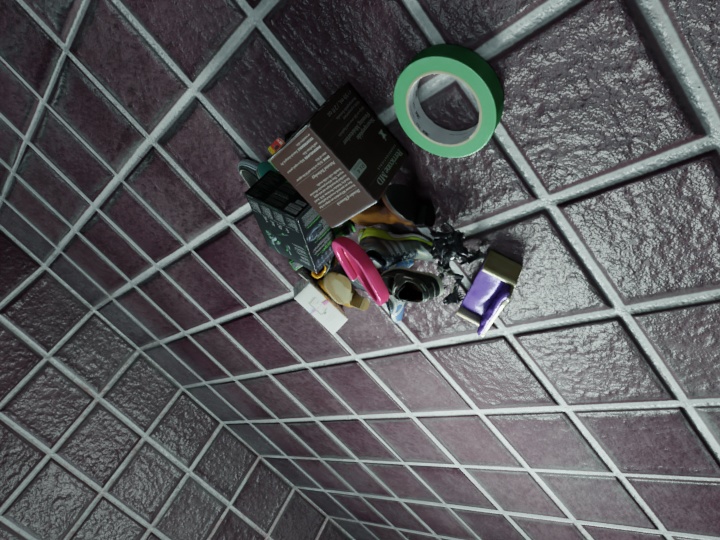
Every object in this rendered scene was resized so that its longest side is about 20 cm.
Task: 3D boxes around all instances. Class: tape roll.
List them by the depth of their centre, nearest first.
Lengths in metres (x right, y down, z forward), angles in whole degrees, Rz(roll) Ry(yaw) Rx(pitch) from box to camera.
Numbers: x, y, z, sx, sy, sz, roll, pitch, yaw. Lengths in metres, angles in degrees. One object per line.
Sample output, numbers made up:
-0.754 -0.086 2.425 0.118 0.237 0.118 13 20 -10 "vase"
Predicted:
0.159 -0.303 1.018 0.198 0.048 0.202 22 142 18 "tape roll"

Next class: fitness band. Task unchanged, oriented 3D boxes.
0.000 0.000 1.307 0.143 0.037 0.201 37 162 52 "fitness band"

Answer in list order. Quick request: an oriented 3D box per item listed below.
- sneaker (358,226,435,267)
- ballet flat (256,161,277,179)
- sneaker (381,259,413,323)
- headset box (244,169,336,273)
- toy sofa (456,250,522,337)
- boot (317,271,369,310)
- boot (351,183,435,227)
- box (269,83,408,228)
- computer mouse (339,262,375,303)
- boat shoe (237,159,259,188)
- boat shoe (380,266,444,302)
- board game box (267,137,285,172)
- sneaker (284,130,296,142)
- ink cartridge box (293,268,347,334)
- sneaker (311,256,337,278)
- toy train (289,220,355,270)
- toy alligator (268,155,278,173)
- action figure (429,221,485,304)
0.085 -0.041 1.327 0.197 0.082 0.074 8 146 7 "sneaker"
-0.178 -0.194 1.399 0.199 0.072 0.072 35 145 2 "ballet flat"
0.100 0.052 1.423 0.076 0.076 0.202 -10 126 -8 "sneaker"
-0.155 -0.109 1.310 0.173 0.093 0.201 26 150 31 "headset box"
0.290 0.059 1.289 0.082 0.098 0.201 27 145 8 "toy sofa"
-0.076 0.048 1.535 0.143 0.071 0.201 21 168 43 "boot"
0.041 -0.141 1.240 0.198 0.070 0.187 5 176 37 "boot"
-0.044 -0.234 1.156 0.200 0.167 0.163 45 142 -16 "box"
0.016 0.023 1.502 0.200 0.053 0.138 44 144 -13 "computer mouse"
-0.244 -0.199 1.437 0.200 0.071 0.072 43 144 -11 "boat shoe"
0.099 0.037 1.290 0.199 0.067 0.073 6 122 52 "boat shoe"
-0.134 -0.209 1.268 0.200 0.030 0.095 48 158 -13 "board game box"
-0.103 -0.233 1.279 0.200 0.074 0.079 46 138 -16 "sneaker"
-0.133 0.083 1.631 0.200 0.067 0.117 45 -178 -14 "ink cartridge box"
-0.103 -0.060 1.482 0.077 0.077 0.202 19 140 23 "sneaker"
-0.097 -0.065 1.410 0.198 0.057 0.042 -30 116 14 "toy train"
-0.132 -0.217 1.337 0.199 0.060 0.054 40 144 -8 "toy alligator"
0.206 -0.028 1.249 0.118 0.102 0.202 30 135 29 "action figure"
